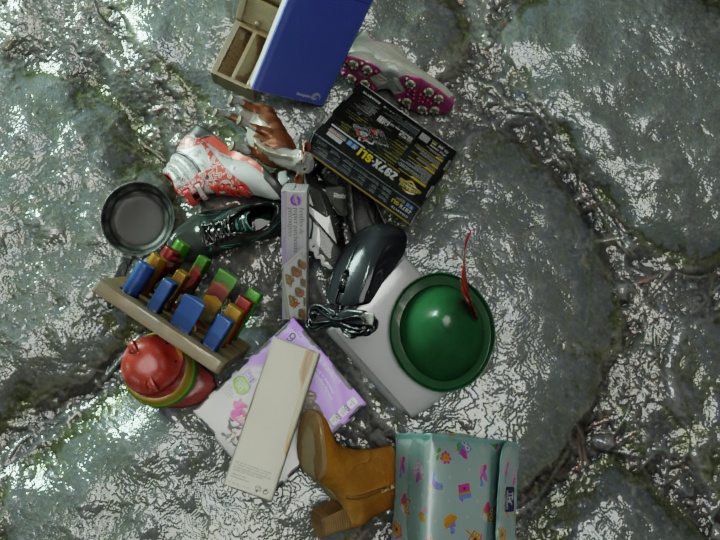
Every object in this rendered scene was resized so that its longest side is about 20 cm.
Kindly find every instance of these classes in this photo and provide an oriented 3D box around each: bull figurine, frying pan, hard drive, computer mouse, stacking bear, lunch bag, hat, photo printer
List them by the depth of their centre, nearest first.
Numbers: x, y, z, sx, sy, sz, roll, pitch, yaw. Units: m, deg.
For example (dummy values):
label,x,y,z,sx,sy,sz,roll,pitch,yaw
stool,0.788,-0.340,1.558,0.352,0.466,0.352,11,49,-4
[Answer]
label,x,y,z,sx,sy,sz,roll,pitch,yaw
hat,0.135,0.079,1.045,0.200,0.176,0.166,46,77,-10
stacking bear,-0.279,0.135,1.072,0.112,0.200,0.123,-23,82,-8
lunch bag,0.152,0.325,1.111,0.197,0.121,0.174,12,74,-26
computer mouse,0.000,0.000,1.114,0.053,0.137,0.202,52,56,-35
photo printer,0.070,0.105,1.155,0.166,0.069,0.201,-43,99,-10
bull figurine,-0.145,-0.202,1.160,0.120,0.201,0.066,20,111,-35
hard drive,-0.074,-0.352,1.168,0.130,0.201,0.026,5,42,-33
frying pan,-0.339,-0.041,1.186,0.112,0.031,0.194,-7,84,-5

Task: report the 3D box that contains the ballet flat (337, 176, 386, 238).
label,x,y,z,sx,sy,sz,roll,pitch,yaw
ballet flat,0.013,-0.068,1.204,0.065,0.057,0.203,-24,83,-8

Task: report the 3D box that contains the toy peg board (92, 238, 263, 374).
label,x,y,z,sx,sy,sz,roll,pitch,yaw
toy peg board,-0.237,0.036,1.081,0.198,0.199,0.099,33,92,1

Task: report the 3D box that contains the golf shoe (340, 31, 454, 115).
label,x,y,z,sx,sy,sz,roll,pitch,yaw
golf shoe,0.067,-0.325,1.250,0.197,0.075,0.093,23,60,-9

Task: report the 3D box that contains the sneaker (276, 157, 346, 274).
label,x,y,z,sx,sy,sz,roll,pitch,yaw
sneaker,-0.052,-0.086,1.185,0.090,0.066,0.203,-32,81,23

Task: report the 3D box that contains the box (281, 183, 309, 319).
label,x,y,z,sx,sy,sz,roll,pitch,yaw
box,-0.097,-0.026,1.148,0.038,0.042,0.204,2,111,0

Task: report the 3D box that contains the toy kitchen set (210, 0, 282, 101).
label,x,y,z,sx,sy,sz,roll,pitch,yaw
toy kitchen set,-0.128,-0.375,1.176,0.161,0.200,0.183,24,79,1

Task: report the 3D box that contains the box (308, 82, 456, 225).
label,x,y,z,sx,sy,sz,roll,pitch,yaw
box,0.036,-0.185,1.197,0.198,0.050,0.161,34,52,1

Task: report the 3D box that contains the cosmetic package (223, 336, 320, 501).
label,x,y,z,sx,sy,sz,roll,pitch,yaw
cosmetic package,-0.119,0.200,1.049,0.070,0.105,0.204,19,80,-3

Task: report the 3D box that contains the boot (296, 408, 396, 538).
label,x,y,z,sx,sy,sz,roll,pitch,yaw
boot,-0.012,0.271,1.099,0.142,0.070,0.205,-16,110,-33

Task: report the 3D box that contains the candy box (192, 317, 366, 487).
label,x,y,z,sx,sy,sz,roll,pitch,yaw
candy box,-0.118,0.203,1.137,0.200,0.072,0.168,-42,86,-10

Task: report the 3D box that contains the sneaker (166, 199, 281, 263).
label,x,y,z,sx,sy,sz,roll,pitch,yaw
sneaker,-0.204,-0.068,1.175,0.196,0.079,0.077,-20,88,-6

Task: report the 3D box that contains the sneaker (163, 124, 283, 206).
label,x,y,z,sx,sy,sz,roll,pitch,yaw
sneaker,-0.213,-0.132,1.180,0.200,0.067,0.109,34,80,20
